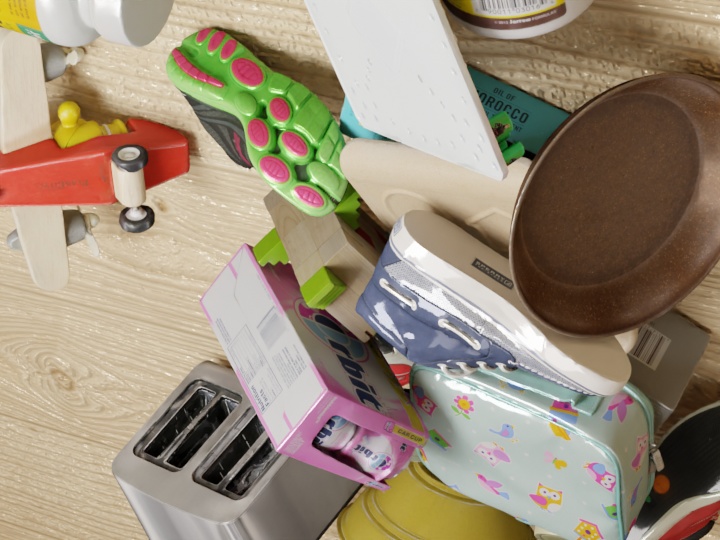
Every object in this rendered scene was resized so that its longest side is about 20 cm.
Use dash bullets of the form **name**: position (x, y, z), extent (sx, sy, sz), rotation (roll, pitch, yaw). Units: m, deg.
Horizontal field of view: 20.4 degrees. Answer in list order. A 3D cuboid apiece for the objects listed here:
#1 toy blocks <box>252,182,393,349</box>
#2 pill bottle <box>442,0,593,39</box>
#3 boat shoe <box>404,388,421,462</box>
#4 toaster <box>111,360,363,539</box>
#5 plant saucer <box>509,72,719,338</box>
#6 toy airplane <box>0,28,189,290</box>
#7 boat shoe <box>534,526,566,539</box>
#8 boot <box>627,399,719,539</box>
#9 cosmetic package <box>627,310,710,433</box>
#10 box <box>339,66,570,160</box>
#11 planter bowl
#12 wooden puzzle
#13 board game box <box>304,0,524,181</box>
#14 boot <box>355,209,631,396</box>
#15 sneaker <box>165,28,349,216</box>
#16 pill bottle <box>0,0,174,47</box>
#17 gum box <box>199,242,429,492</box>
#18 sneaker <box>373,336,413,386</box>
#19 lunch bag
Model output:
- **toy blocks**: position (0.000, 0.000, 1.573), extent (0.137, 0.100, 0.200), rotation (42, -169, -29)
- **pill bottle**: position (0.085, -0.248, 1.224), extent (0.109, 0.110, 0.201), rotation (13, 142, 26)
- **boat shoe**: position (0.089, 0.147, 1.769), extent (0.198, 0.066, 0.075), rotation (11, 107, -14)
- **toaster**: position (-0.117, 0.195, 1.870), extent (0.180, 0.200, 0.119), rotation (18, 146, 40)
- **plant saucer**: position (0.179, -0.049, 1.365), extent (0.037, 0.200, 0.201), rotation (46, 166, 49)
- **toy airplane**: position (-0.270, -0.094, 1.686), extent (0.199, 0.142, 0.200), rotation (35, 116, -27)
- **boat shoe**: position (0.208, 0.224, 1.766), extent (0.074, 0.069, 0.200), rotation (9, 164, 20)
- **boot**: position (0.292, 0.167, 1.643), extent (0.200, 0.144, 0.073), rotation (-41, 65, 26)
- **cosmetic package**: position (0.190, 0.100, 1.615), extent (0.106, 0.090, 0.200), rotation (32, 150, 2)
- **box**: position (0.085, -0.099, 1.472), extent (0.199, 0.049, 0.082), rotation (26, 147, 9)
- **planter bowl**: position (0.084, 0.218, 1.813), extent (0.199, 0.200, 0.084), rotation (21, 110, 16)
- **wooden puzzle**: position (0.100, -0.026, 1.475), extent (0.184, 0.046, 0.200), rotation (10, 146, 40)
- **board game box**: position (0.018, -0.168, 1.322), extent (0.200, 0.026, 0.201), rotation (27, 146, 58)
- **boot**: position (0.094, 0.046, 1.438), extent (0.200, 0.073, 0.091), rotation (36, 123, 11)
- **sneaker**: position (-0.070, -0.111, 1.541), extent (0.200, 0.077, 0.084), rotation (48, 173, 32)
- **pill bottle**: position (-0.243, -0.233, 1.508), extent (0.199, 0.113, 0.113), rotation (18, 144, 20)
- **gum box**: position (-0.035, 0.077, 1.551), extent (0.113, 0.200, 0.066), rotation (25, 112, -38)
- **sneaker**: position (-0.038, 0.067, 1.768), extent (0.199, 0.077, 0.085), rotation (12, 147, 28)
- **lunch bag**: position (0.136, 0.122, 1.544), extent (0.199, 0.077, 0.161), rotation (21, 142, 25)
